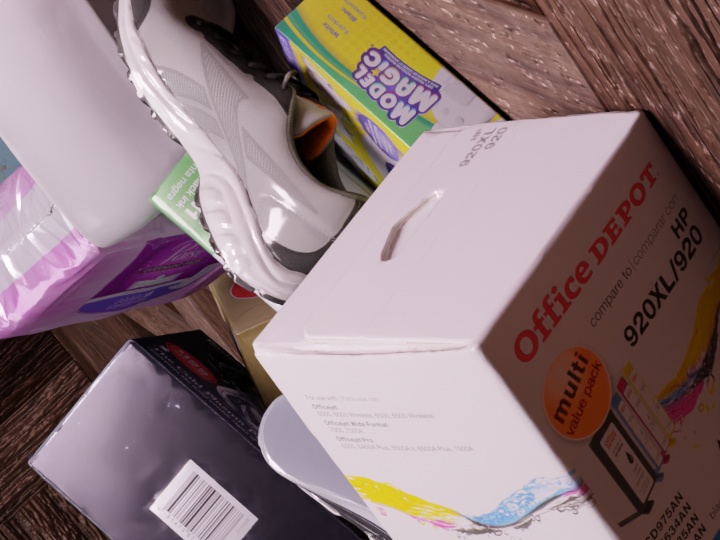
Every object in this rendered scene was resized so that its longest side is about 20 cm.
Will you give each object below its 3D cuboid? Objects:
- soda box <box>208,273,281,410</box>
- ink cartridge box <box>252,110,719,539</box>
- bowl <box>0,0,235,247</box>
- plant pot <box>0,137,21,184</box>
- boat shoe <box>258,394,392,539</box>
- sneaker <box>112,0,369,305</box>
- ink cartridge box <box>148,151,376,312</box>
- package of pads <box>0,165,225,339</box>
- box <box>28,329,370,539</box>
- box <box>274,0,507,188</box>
[{"bbox_3d":[-0.056,0.021,1.781,0.200,0.068,0.064,-122,9,-67],"label":"soda box"},{"bbox_3d":[0.086,0.053,1.199,0.145,0.147,0.200,-3,131,49],"label":"ink cartridge box"},{"bbox_3d":[-0.140,-0.138,1.493,0.200,0.075,0.200,55,-148,-31],"label":"bowl"},{"bbox_3d":[-0.240,-0.133,1.650,0.200,0.196,0.196,62,168,-5],"label":"plant pot"},{"bbox_3d":[0.035,0.132,1.521,0.199,0.074,0.068,22,167,14],"label":"boat shoe"},{"bbox_3d":[-0.056,-0.080,1.371,0.074,0.079,0.200,17,-141,-59],"label":"sneaker"},{"bbox_3d":[0.000,0.000,1.481,0.200,0.083,0.147,41,-176,10],"label":"ink cartridge box"},{"bbox_3d":[-0.141,-0.025,1.617,0.200,0.120,0.076,-12,-109,-53],"label":"package of pads"},{"bbox_3d":[-0.079,0.139,1.712,0.200,0.104,0.182,41,-174,7],"label":"box"},{"bbox_3d":[0.048,-0.047,1.355,0.200,0.048,0.117,41,168,25],"label":"box"}]
